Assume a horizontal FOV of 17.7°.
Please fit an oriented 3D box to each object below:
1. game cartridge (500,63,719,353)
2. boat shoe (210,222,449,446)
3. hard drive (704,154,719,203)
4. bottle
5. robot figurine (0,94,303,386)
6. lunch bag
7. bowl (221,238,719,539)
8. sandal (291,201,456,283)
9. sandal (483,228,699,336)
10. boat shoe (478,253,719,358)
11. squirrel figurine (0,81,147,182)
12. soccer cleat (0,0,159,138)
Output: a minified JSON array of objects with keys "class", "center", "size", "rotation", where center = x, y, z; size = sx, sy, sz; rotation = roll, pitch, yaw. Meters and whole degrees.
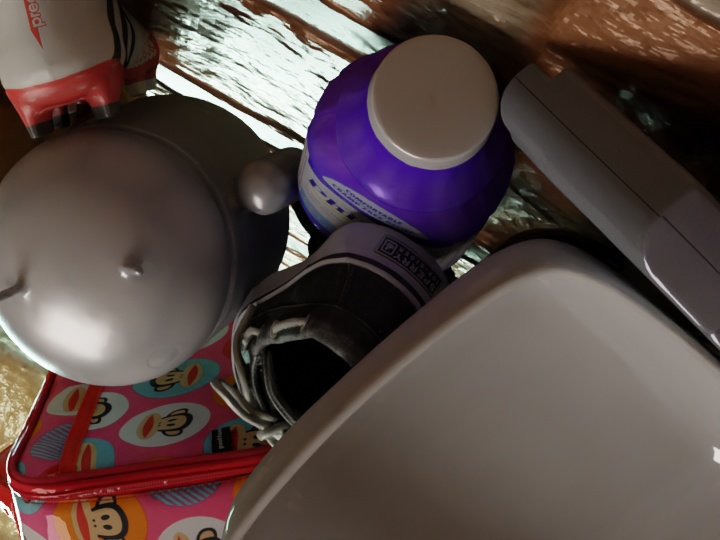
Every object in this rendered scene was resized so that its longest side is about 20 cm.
[{"class":"game cartridge","center":[0.137,0.015,0.820],"size":[0.200,0.042,0.133],"rotation":[42,-170,-35]},{"class":"boat shoe","center":[-0.022,0.044,0.977],"size":[0.074,0.068,0.199],"rotation":[39,156,-9]},{"class":"hard drive","center":[0.219,0.022,0.802],"size":[0.139,0.033,0.200],"rotation":[21,167,40]},{"class":"bottle","center":[0.020,-0.046,0.923],"size":[0.083,0.065,0.200],"rotation":[30,170,0]},{"class":"robot figurine","center":[-0.100,-0.015,1.042],"size":[0.113,0.169,0.200],"rotation":[64,-163,-6]},{"class":"lunch bag","center":[-0.099,0.086,1.159],"size":[0.175,0.082,0.200],"rotation":[-10,-160,7]},{"class":"bowl","center":[0.062,0.090,0.889],"size":[0.200,0.200,0.075],"rotation":[40,-164,-25]},{"class":"sandal","center":[0.001,0.000,1.087],"size":[0.075,0.048,0.201],"rotation":[21,-167,-12]},{"class":"sandal","center":[0.080,0.015,1.033],"size":[0.055,0.082,0.200],"rotation":[43,167,-20]},{"class":"boat shoe","center":[0.108,0.040,1.109],"size":[0.072,0.068,0.200],"rotation":[35,169,-33]},{"class":"squirrel figurine","center":[-0.191,-0.035,1.165],"size":[0.199,0.188,0.141],"rotation":[22,148,-30]},{"class":"soccer cleat","center":[-0.133,-0.113,1.050],"size":[0.068,0.086,0.200],"rotation":[-14,-170,2]}]
